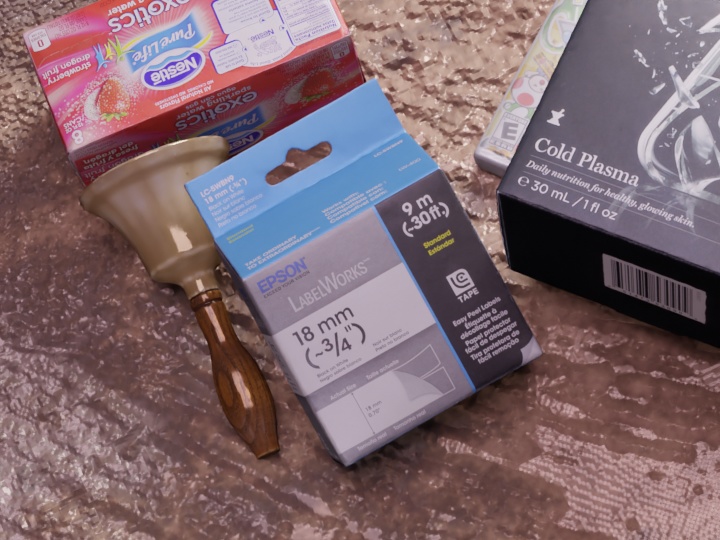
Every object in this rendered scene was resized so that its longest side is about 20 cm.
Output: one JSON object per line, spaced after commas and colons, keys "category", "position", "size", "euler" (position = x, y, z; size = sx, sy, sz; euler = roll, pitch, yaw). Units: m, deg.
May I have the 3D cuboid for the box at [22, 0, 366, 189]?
{"category": "box", "position": [-0.107, -0.133, 1.843], "size": [0.200, 0.096, 0.100], "euler": [-23, 64, -2]}

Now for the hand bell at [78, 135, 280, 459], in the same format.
{"category": "hand bell", "position": [-0.094, 0.025, 1.795], "size": [0.104, 0.104, 0.200], "euler": [-23, 79, -2]}

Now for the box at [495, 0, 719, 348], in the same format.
{"category": "box", "position": [0.214, -0.072, 1.735], "size": [0.200, 0.124, 0.197], "euler": [21, 70, 15]}

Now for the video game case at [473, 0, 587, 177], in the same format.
{"category": "video game case", "position": [0.201, -0.110, 1.829], "size": [0.200, 0.023, 0.182], "euler": [23, 72, 17]}

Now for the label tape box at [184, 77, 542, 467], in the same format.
{"category": "label tape box", "position": [0.000, 0.000, 1.746], "size": [0.144, 0.063, 0.200], "euler": [-30, 94, -5]}
